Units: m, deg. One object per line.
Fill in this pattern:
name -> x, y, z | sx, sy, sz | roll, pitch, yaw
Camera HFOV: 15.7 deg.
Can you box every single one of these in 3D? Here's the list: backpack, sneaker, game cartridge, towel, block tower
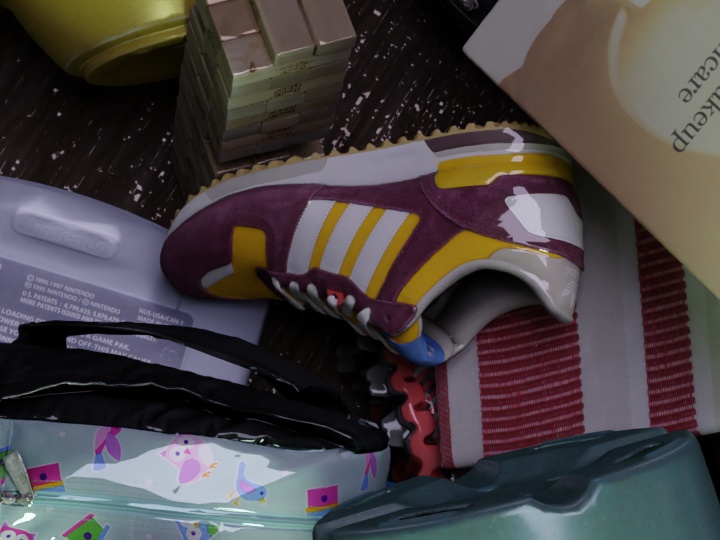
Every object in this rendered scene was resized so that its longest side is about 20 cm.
backpack -> -0.088, 0.093, 1.062 | 0.199, 0.167, 0.127 | 9, 99, 2
sneaker -> 0.000, 0.000, 1.117 | 0.199, 0.075, 0.091 | -14, 68, 28
game cartridge -> -0.147, 0.029, 1.178 | 0.199, 0.041, 0.134 | 17, 71, -4
towel -> 0.120, 0.002, 1.102 | 0.199, 0.023, 0.145 | -11, 72, 28
block tower -> -0.046, -0.071, 1.145 | 0.054, 0.200, 0.058 | -14, 67, -14
sneaker -> 0.060, 0.095, 1.172 | 0.097, 0.071, 0.201 | -22, 77, -17

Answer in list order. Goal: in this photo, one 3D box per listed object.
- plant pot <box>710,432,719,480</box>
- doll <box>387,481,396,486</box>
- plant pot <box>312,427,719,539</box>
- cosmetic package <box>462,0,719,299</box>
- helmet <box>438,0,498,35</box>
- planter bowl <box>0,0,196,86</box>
plant pot -> 0.229, 0.033, 1.172 | 0.199, 0.200, 0.180 | 2, 85, -9
doll -> -0.003, 0.146, 1.123 | 0.136, 0.048, 0.201 | -32, 69, 20
plant pot -> 0.075, 0.170, 0.969 | 0.199, 0.200, 0.197 | -15, 93, -15
cosmetic package -> 0.146, -0.060, 1.045 | 0.200, 0.071, 0.105 | 45, 105, 31
helmet -> 0.121, -0.177, 1.222 | 0.199, 0.190, 0.201 | 23, 55, -39
planter bowl -> -0.089, -0.134, 1.171 | 0.199, 0.200, 0.084 | -13, 85, -15
